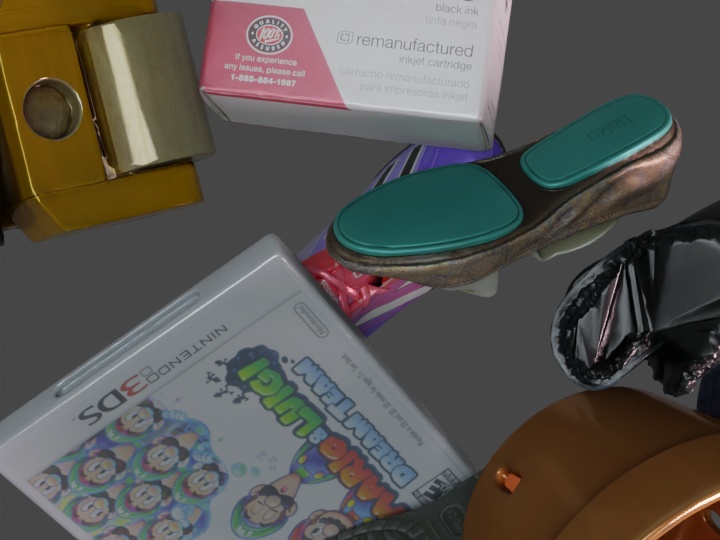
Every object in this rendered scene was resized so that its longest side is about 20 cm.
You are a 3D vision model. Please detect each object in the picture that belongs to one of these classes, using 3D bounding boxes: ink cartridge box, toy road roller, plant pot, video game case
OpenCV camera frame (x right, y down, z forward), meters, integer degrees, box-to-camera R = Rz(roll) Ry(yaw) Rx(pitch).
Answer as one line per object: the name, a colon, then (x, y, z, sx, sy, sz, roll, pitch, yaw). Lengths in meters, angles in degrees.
ink cartridge box: (0.006, -0.172, 0.831, 0.145, 0.083, 0.202, 7, 84, 8)
toy road roller: (-0.192, -0.073, 0.878, 0.199, 0.146, 0.124, -15, 92, -29)
plant pot: (0.138, 0.146, 0.773, 0.199, 0.140, 0.201, -11, 119, -20)
video game case: (-0.062, 0.098, 0.848, 0.181, 0.024, 0.200, -34, 126, 8)

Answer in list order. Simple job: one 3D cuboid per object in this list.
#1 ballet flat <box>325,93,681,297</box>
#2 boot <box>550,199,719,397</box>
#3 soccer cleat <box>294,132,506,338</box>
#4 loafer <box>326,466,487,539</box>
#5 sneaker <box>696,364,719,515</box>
ballet flat: (0.077, -0.025, 0.831, 0.199, 0.068, 0.068, -20, 46, -14)
boot: (0.187, -0.002, 0.791, 0.199, 0.168, 0.077, -24, 90, 8)
soccer cleat: (0.000, 0.000, 0.864, 0.200, 0.073, 0.068, -42, 86, 8)
loafer: (0.043, 0.164, 0.860, 0.199, 0.075, 0.070, -26, 119, 1)
sneaker: (0.240, 0.124, 0.845, 0.074, 0.082, 0.201, -36, 70, 44)
